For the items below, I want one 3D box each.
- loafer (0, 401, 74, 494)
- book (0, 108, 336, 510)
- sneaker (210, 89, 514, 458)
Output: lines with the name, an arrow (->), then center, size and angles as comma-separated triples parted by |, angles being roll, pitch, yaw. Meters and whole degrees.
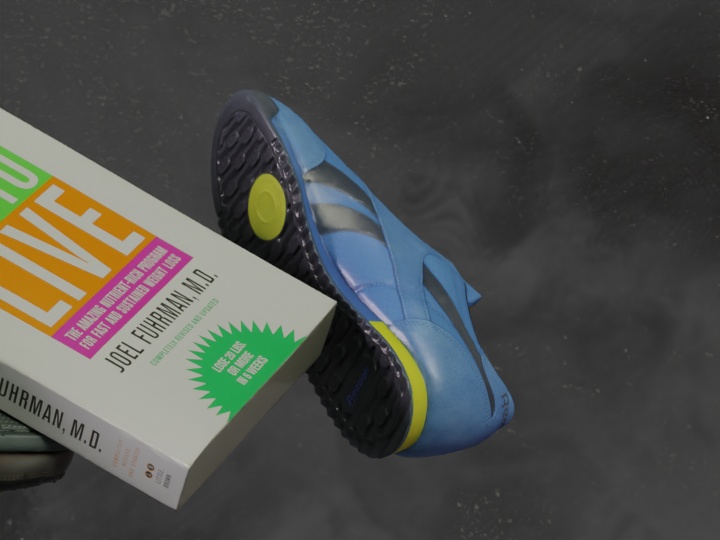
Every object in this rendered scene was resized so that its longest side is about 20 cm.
loafer -> -0.210, 0.072, 1.028 | 0.199, 0.063, 0.072 | 7, 19, -30
book -> -0.127, 0.011, 1.081 | 0.199, 0.048, 0.134 | 28, 37, 11
sneaker -> 0.000, 0.000, 1.155 | 0.078, 0.066, 0.201 | -7, 53, -38
